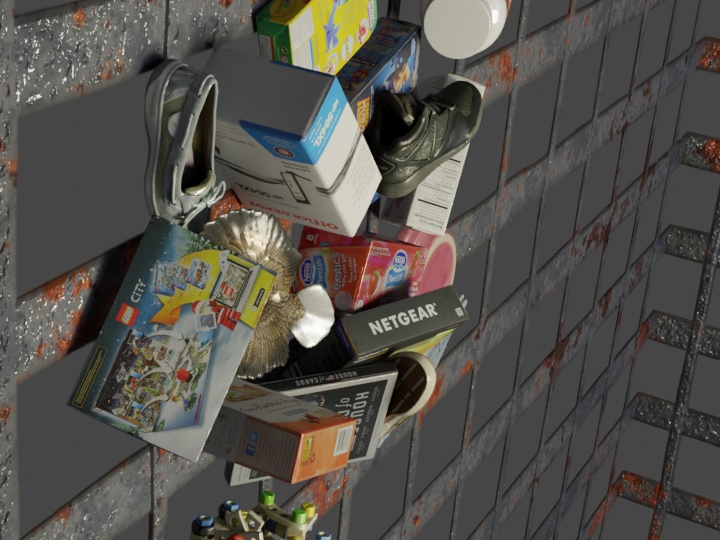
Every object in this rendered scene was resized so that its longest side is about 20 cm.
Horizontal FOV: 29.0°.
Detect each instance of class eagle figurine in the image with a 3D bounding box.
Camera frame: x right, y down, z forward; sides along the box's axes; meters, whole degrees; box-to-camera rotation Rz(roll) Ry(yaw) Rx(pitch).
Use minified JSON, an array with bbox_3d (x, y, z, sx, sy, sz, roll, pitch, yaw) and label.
[{"bbox_3d":[-0.118,0.032,1.472,0.150,0.152,0.200,-38,175,-5],"label":"eagle figurine"}]

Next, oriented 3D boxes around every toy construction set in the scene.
[{"bbox_3d":[-0.126,0.317,1.650,0.200,0.130,0.093,14,91,-67],"label":"toy construction set"}]

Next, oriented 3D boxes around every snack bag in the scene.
[{"bbox_3d":[0.089,0.152,2.119,0.189,0.021,0.201,-46,163,-50],"label":"snack bag"}]

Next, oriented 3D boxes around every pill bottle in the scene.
[{"bbox_3d":[0.135,-0.341,1.775,0.201,0.110,0.114,-68,164,-61],"label":"pill bottle"}]

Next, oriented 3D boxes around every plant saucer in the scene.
[{"bbox_3d":[0.088,0.014,2.042,0.201,0.050,0.203,-45,143,-49],"label":"plant saucer"}]

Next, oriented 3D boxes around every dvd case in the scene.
[{"bbox_3d":[-0.059,0.184,1.673,0.197,0.025,0.152,-7,132,-26],"label":"dvd case"}]

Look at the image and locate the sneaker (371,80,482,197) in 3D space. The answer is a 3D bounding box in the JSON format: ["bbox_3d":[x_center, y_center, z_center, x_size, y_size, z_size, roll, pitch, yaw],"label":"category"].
[{"bbox_3d":[0.082,-0.187,1.688,0.199,0.076,0.115,-42,146,-29],"label":"sneaker"}]

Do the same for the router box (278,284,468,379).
[{"bbox_3d":[0.017,0.095,1.749,0.198,0.053,0.157,-16,162,-41],"label":"router box"}]

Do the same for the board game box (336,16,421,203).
[{"bbox_3d":[0.000,-0.183,1.699,0.200,0.061,0.203,-39,139,-52],"label":"board game box"}]

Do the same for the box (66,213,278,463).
[{"bbox_3d":[-0.180,0.065,1.346,0.202,0.135,0.038,-66,-172,-9],"label":"box"}]

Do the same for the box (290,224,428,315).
[{"bbox_3d":[0.000,0.000,1.768,0.199,0.099,0.097,5,100,-66],"label":"box"}]

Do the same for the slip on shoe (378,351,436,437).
[{"bbox_3d":[0.048,0.155,1.739,0.060,0.077,0.200,-18,157,-35],"label":"slip on shoe"}]

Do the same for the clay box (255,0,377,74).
[{"bbox_3d":[-0.044,-0.278,1.554,0.201,0.047,0.116,-53,150,-42],"label":"clay box"}]

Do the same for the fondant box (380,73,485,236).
[{"bbox_3d":[0.093,-0.153,1.845,0.144,0.057,0.203,-160,-94,-77],"label":"fondant box"}]

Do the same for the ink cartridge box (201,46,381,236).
[{"bbox_3d":[-0.076,-0.130,1.452,0.085,0.144,0.201,-65,155,-21],"label":"ink cartridge box"}]

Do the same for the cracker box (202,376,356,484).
[{"bbox_3d":[-0.121,0.160,1.471,0.134,0.198,0.059,-2,106,-66],"label":"cracker box"}]

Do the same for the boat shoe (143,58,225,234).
[{"bbox_3d":[-0.167,-0.107,1.362,0.074,0.064,0.204,-45,146,-47],"label":"boat shoe"}]
